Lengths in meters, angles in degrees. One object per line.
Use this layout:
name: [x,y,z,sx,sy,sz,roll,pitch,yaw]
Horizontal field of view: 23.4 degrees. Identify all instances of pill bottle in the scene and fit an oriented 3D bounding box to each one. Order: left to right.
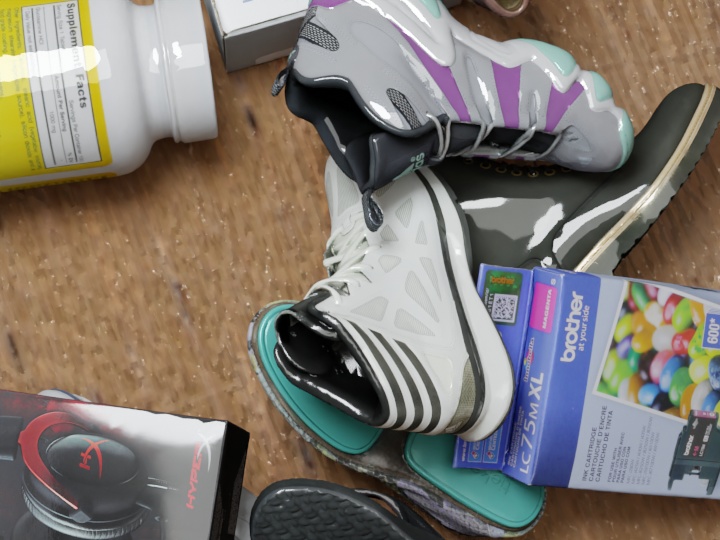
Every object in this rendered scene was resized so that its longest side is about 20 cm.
pill bottle: [-0.185,-0.104,0.988,0.199,0.112,0.113,-8,81,-6]

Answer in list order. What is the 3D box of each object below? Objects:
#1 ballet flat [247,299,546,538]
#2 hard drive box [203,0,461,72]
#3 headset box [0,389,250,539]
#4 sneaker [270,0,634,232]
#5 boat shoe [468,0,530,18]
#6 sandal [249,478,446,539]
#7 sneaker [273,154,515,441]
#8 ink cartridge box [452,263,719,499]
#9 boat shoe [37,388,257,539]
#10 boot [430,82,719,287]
ballet flat: [0.013,0.090,0.988,0.200,0.072,0.072,35,80,-10]
hard drive box: [-0.038,-0.241,1.039,0.155,0.077,0.201,-16,82,-6]
headset box: [-0.169,0.139,0.892,0.199,0.075,0.149,8,80,8]
sneaker: [0.044,-0.072,0.944,0.199,0.078,0.140,26,59,-2]
boat shoe: [0.052,-0.229,0.933,0.072,0.072,0.201,-17,114,3]
sandal: [0.019,0.162,0.968,0.200,0.048,0.075,28,113,-28]
sneaker: [0.000,0.000,0.934,0.115,0.076,0.201,7,47,-39]
ink cartridge box: [0.153,0.065,0.976,0.199,0.042,0.120,7,94,-22]
boat shoe: [-0.103,0.130,0.984,0.200,0.074,0.065,43,51,-4]
boot: [0.111,-0.058,1.024,0.138,0.077,0.200,36,79,7]
